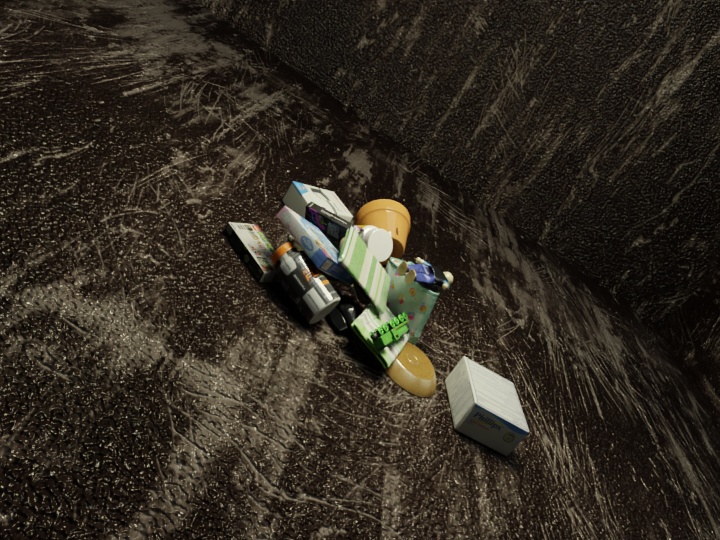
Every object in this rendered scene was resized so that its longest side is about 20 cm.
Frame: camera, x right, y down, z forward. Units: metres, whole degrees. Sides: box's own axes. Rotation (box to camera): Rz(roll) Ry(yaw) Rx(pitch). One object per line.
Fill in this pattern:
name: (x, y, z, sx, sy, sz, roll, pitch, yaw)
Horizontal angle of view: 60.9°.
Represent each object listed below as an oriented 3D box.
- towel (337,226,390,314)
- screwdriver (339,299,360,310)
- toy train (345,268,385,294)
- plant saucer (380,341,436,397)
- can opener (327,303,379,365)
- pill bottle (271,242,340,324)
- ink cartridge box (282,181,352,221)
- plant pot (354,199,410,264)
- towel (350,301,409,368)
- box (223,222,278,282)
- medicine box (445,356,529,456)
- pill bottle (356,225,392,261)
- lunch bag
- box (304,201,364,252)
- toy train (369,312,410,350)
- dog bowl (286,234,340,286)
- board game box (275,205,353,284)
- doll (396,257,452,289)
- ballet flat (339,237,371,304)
towel: (0.014, -0.001, 1.661, 0.201, 0.023, 0.155, 52, 30, -25)
screwdriver: (-0.076, 0.083, 1.690, 0.197, 0.029, 0.028, 20, 27, -42)
toy train: (-0.007, 0.023, 1.852, 0.196, 0.087, 0.115, -4, 28, -45)
plant saucer: (0.135, 0.253, 1.667, 0.196, 0.036, 0.202, 30, 25, -15)
can opener: (-0.010, 0.167, 1.618, 0.201, 0.078, 0.064, 51, -10, 22)
pill bottle: (-0.147, 0.027, 1.572, 0.202, 0.106, 0.105, 52, 27, 10)
ink cartridge box: (-0.142, -0.206, 2.053, 0.197, 0.085, 0.146, 8, 36, -46)
plant pot: (0.077, -0.119, 2.083, 0.196, 0.200, 0.143, 23, 43, -25)
towel: (0.058, 0.160, 1.623, 0.150, 0.031, 0.200, 48, 25, 1)
box: (-0.278, -0.050, 1.659, 0.108, 0.035, 0.201, 2, 41, -51)
medicine box: (0.336, 0.363, 1.655, 0.179, 0.104, 0.202, 29, 26, -15)
pill bottle: (0.007, -0.080, 1.883, 0.112, 0.118, 0.198, 18, -7, -32)
lunch bag: (0.136, 0.088, 1.770, 0.120, 0.174, 0.200, 11, 23, -42)
box: (-0.084, -0.099, 1.819, 0.196, 0.146, 0.036, 29, 43, 19)
toy train: (0.083, 0.158, 1.599, 0.058, 0.041, 0.199, 62, 28, 5)
dog bowl: (-0.137, -0.016, 1.740, 0.197, 0.075, 0.202, 30, 25, -15)
board game box: (-0.115, -0.065, 1.642, 0.200, 0.043, 0.199, 48, 7, 25)
doll: (0.189, 0.011, 1.702, 0.196, 0.049, 0.137, 9, 30, -42)
ballet flat: (0.000, 0.000, 1.734, 0.067, 0.067, 0.205, 7, -59, 66)
